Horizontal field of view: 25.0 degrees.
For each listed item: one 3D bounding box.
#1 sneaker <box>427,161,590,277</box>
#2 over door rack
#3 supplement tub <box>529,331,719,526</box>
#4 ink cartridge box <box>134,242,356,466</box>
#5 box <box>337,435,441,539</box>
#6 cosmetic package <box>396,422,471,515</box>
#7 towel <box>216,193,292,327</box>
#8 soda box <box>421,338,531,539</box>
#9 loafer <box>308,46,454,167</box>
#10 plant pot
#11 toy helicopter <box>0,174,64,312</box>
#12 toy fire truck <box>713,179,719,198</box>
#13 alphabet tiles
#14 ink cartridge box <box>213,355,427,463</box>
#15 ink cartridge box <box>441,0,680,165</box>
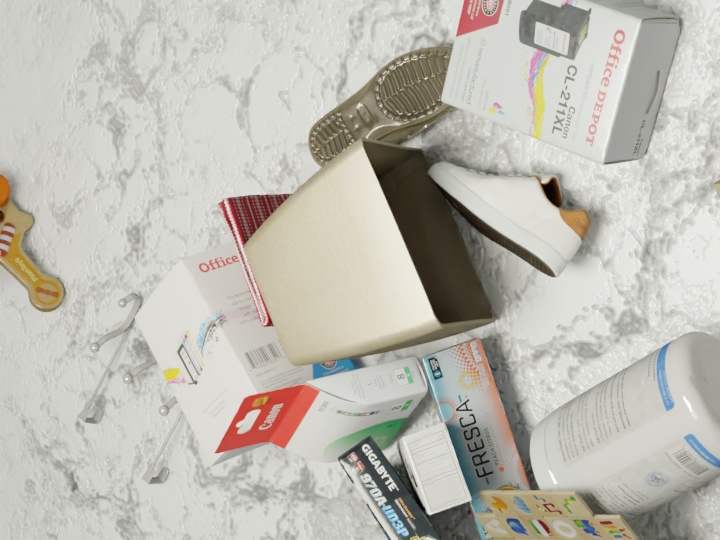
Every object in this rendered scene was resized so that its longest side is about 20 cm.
[{"bbox_3d":[0.156,-0.071,1.662,0.199,0.073,0.085,36,84,36],"label":"sneaker"},{"bbox_3d":[-0.279,0.152,2.023,0.147,0.066,0.202,38,118,28],"label":"over door rack"},{"bbox_3d":[0.274,0.157,1.554,0.199,0.131,0.133,-34,77,36],"label":"supplement tub"},{"bbox_3d":[-0.132,0.085,1.834,0.145,0.146,0.201,-44,70,46],"label":"ink cartridge box"},{"bbox_3d":[0.045,0.267,1.717,0.046,0.200,0.160,-34,73,-4],"label":"box"},{"bbox_3d":[0.073,0.206,1.685,0.050,0.200,0.084,-18,83,-2],"label":"cosmetic package"},{"bbox_3d":[-0.084,-0.013,1.764,0.022,0.200,0.146,-23,84,23],"label":"towel"},{"bbox_3d":[0.125,0.176,1.700,0.068,0.064,0.202,-18,85,0],"label":"soda box"},{"bbox_3d":[0.035,-0.174,1.728,0.198,0.068,0.076,-27,83,21],"label":"loafer"},{"bbox_3d":[0.000,0.000,1.668,0.176,0.199,0.202,-27,81,19],"label":"plant pot"},{"bbox_3d":[-0.469,-0.019,2.114,0.200,0.132,0.079,46,153,3],"label":"toy helicopter"},{"bbox_3d":[0.385,-0.127,1.443,0.198,0.128,0.178,-25,82,27],"label":"toy fire truck"},{"bbox_3d":[0.206,0.272,1.588,0.199,0.006,0.167,-10,126,51],"label":"alphabet tiles"},{"bbox_3d":[-0.043,0.163,1.729,0.051,0.198,0.161,66,154,21],"label":"ink cartridge box"},{"bbox_3d":[0.193,-0.205,1.586,0.199,0.082,0.148,25,111,33],"label":"ink cartridge box"}]
